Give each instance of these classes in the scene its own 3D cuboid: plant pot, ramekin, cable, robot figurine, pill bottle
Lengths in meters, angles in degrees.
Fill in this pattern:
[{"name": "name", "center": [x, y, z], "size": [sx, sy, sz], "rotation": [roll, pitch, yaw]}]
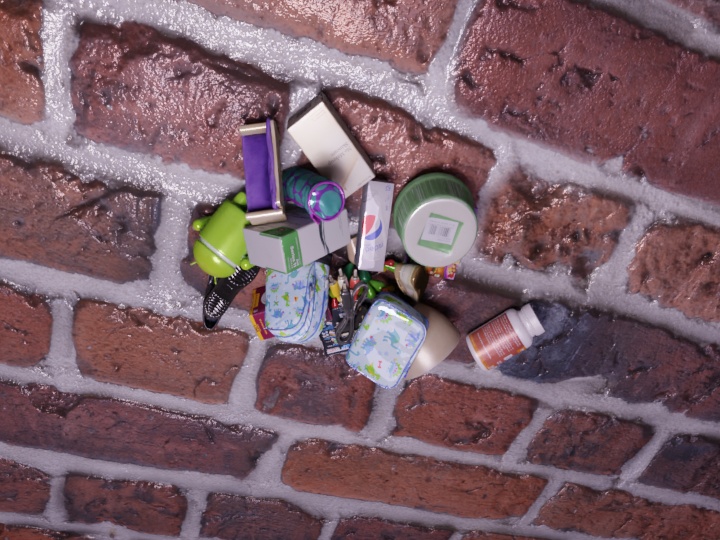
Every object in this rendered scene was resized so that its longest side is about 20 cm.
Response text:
[{"name": "plant pot", "center": [0.145, 0.165, 1.422], "size": [0.198, 0.201, 0.136], "rotation": [-35, 96, 17]}, {"name": "ramekin", "center": [0.174, -0.108, 1.243], "size": [0.192, 0.099, 0.206], "rotation": [-2, 123, -2]}, {"name": "cable", "center": [-0.026, 0.087, 1.327], "size": [0.094, 0.051, 0.205], "rotation": [-9, 127, -9]}, {"name": "robot figurine", "center": [-0.298, -0.074, 1.232], "size": [0.173, 0.116, 0.203], "rotation": [34, 84, 11]}, {"name": "pill bottle", "center": [0.394, 0.178, 1.481], "size": [0.197, 0.114, 0.113], "rotation": [-34, 120, 17]}]

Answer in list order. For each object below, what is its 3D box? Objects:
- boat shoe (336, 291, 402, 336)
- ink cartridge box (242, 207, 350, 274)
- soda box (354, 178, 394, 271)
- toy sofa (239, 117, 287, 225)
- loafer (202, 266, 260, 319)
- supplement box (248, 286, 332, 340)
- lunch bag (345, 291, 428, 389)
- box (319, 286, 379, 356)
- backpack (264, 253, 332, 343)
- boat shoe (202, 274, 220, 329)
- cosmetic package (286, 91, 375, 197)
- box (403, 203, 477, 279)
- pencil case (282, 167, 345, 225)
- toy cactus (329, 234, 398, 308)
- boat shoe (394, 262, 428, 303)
[{"name": "boat shoe", "center": [0.022, 0.114, 1.387], "size": [0.196, 0.073, 0.065], "rotation": [-24, 90, 19]}, {"name": "ink cartridge box", "center": [-0.136, -0.076, 1.196], "size": [0.197, 0.144, 0.086], "rotation": [-28, 118, -39]}, {"name": "soda box", "center": [0.030, -0.106, 1.260], "size": [0.061, 0.068, 0.208], "rotation": [5, 103, -11]}, {"name": "toy sofa", "center": [-0.205, -0.206, 1.135], "size": [0.080, 0.098, 0.208], "rotation": [-7, 79, 1]}, {"name": "loafer", "center": [-0.317, 0.027, 1.311], "size": [0.073, 0.202, 0.071], "rotation": [48, 153, -20]}, {"name": "supplement box", "center": [-0.174, 0.086, 1.375], "size": [0.193, 0.112, 0.088], "rotation": [-17, 124, 6]}, {"name": "lunch bag", "center": [0.066, 0.171, 1.311], "size": [0.157, 0.083, 0.204], "rotation": [29, 110, 3]}, {"name": "box", "center": [-0.022, 0.136, 1.458], "size": [0.193, 0.047, 0.163], "rotation": [-13, 122, 3]}, {"name": "backpack", "center": [-0.147, 0.063, 1.243], "size": [0.157, 0.153, 0.208], "rotation": [0, 93, 20]}, {"name": "boat shoe", "center": [-0.363, 0.063, 1.370], "size": [0.068, 0.067, 0.204], "rotation": [17, 119, -16]}, {"name": "cosmetic package", "center": [-0.062, -0.267, 1.186], "size": [0.102, 0.074, 0.201], "rotation": [-33, 118, 15]}, {"name": "box", "center": [0.194, -0.081, 1.344], "size": [0.132, 0.040, 0.205], "rotation": [8, 121, -9]}, {"name": "pencil case", "center": [-0.108, -0.163, 1.168], "size": [0.085, 0.199, 0.093], "rotation": [41, 85, -31]}, {"name": "toy cactus", "center": [0.000, 0.000, 1.349], "size": [0.194, 0.103, 0.170], "rotation": [-18, 108, 5]}, {"name": "boat shoe", "center": [0.124, 0.024, 1.340], "size": [0.065, 0.076, 0.201], "rotation": [22, 166, 18]}]
